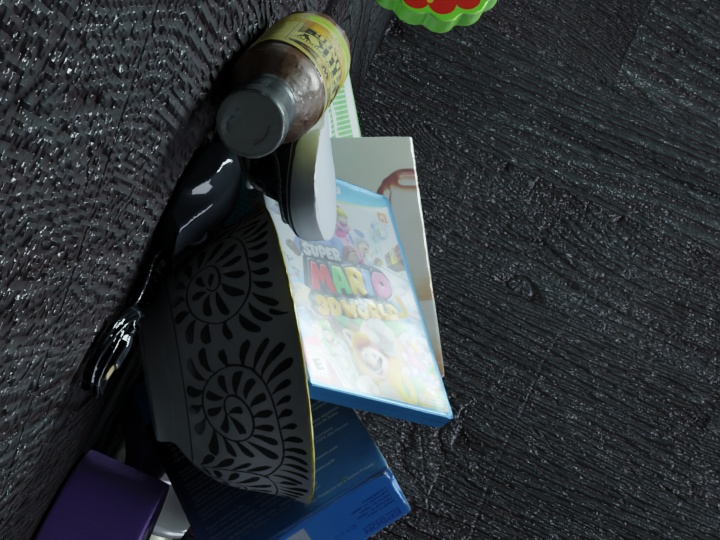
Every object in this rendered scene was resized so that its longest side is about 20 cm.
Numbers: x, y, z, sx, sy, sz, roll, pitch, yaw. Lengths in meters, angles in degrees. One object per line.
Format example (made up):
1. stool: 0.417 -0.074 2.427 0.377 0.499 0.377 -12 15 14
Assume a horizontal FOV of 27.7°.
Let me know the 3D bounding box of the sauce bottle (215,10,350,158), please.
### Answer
1. sauce bottle: -0.048 -0.114 0.907 0.200 0.064 0.065 -71 -174 -67

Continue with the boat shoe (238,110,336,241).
1. boat shoe: -0.054 -0.078 0.997 0.200 0.067 0.072 -95 177 -58

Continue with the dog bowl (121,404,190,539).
1. dog bowl: -0.119 0.156 1.247 0.059 0.199 0.200 60 -37 32

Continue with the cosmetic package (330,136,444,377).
1. cosmetic package: 0.000 0.000 1.192 0.103 0.087 0.201 151 -66 -66

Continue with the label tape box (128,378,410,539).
1. label tape box: -0.071 0.132 1.087 0.144 0.200 0.063 -32 136 -3

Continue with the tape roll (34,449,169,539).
1. tape roll: -0.207 0.233 1.043 0.200 0.065 0.201 -156 -90 -90

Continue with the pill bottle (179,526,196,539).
1. pill bottle: -0.078 0.222 1.139 0.200 0.116 0.116 -51 176 -22

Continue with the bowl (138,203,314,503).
1. bowl: -0.095 0.062 0.961 0.201 0.094 0.202 171 -90 -79

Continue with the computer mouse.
1. computer mouse: -0.116 -0.002 0.890 0.059 0.034 0.201 117 -3 -57

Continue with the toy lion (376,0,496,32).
1. toy lion: 0.100 -0.321 1.417 0.069 0.199 0.193 123 -27 -70

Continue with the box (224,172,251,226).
1. box: -0.078 -0.075 1.133 0.082 0.049 0.201 -75 -171 -85

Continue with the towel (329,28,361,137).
1. towel: -0.025 -0.149 1.361 0.200 0.023 0.153 -67 149 -76

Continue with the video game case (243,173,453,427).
1. video game case: -0.010 0.012 1.051 0.018 0.143 0.201 -39 -129 33

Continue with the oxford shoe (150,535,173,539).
1. oxford shoe: -0.212 0.243 1.423 0.071 0.075 0.201 116 -2 -60
